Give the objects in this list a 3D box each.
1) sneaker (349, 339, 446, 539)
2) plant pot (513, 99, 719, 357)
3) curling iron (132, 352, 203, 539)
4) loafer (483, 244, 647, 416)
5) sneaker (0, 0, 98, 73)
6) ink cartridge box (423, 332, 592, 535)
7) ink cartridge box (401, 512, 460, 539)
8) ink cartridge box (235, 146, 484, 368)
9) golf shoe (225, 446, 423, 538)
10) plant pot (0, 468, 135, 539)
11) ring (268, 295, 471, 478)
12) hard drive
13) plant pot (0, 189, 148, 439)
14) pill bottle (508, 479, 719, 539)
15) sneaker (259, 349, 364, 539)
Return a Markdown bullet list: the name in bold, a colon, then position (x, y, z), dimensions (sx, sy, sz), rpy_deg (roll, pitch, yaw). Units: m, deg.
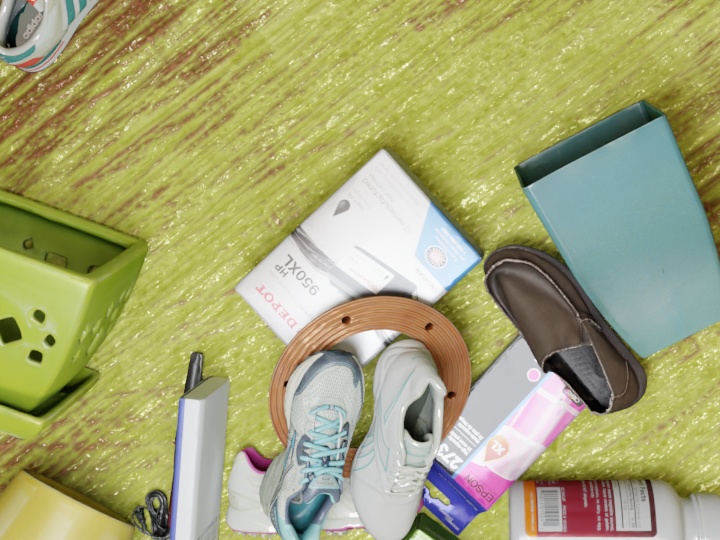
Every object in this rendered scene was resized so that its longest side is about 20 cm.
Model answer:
- **sneaker**: position (0.037, 0.170, 1.359), dimensions (0.070, 0.080, 0.201), rpy_deg (1, 109, -19)
- **plant pot**: position (0.253, -0.033, 1.366), dimensions (0.141, 0.141, 0.201), rpy_deg (-27, 100, 8)
- **curling iron**: position (-0.189, 0.181, 1.483), dimensions (0.049, 0.026, 0.201), rpy_deg (15, 96, 2)
- **loafer**: position (0.191, 0.057, 1.388), dimensions (0.200, 0.071, 0.073), rpy_deg (45, 123, 6)
- **sneaker**: position (-0.294, -0.282, 1.422), dimensions (0.070, 0.093, 0.200), rpy_deg (34, 98, 2)
- **ink cartridge box**: position (0.128, 0.164, 1.444), dimensions (0.095, 0.037, 0.200), rpy_deg (42, 100, 2)
- **ink cartridge box**: position (0.060, 0.368, 1.446), dimensions (0.148, 0.076, 0.200), rpy_deg (36, 96, 2)
- **ink cartridge box**: position (0.000, 0.000, 1.418), dimensions (0.200, 0.084, 0.145), rpy_deg (-43, 90, 8)
- **golf shoe**: position (-0.038, 0.214, 1.448), dimensions (0.199, 0.075, 0.092), rpy_deg (-3, 91, 5)
- **plant pot**: position (-0.322, 0.306, 1.434), dimensions (0.200, 0.201, 0.190), rpy_deg (26, 81, 4)
- **ring**: position (0.009, 0.110, 1.388), dimensions (0.199, 0.019, 0.201), rpy_deg (-6, 117, -13)
- **hard drive**: position (-0.159, 0.214, 1.429), dimensions (0.025, 0.132, 0.201), rpy_deg (5, 95, 6)
- **plant pot**: position (-0.339, 0.041, 1.407), dimensions (0.198, 0.200, 0.182), rpy_deg (19, 104, 4)
- **pill bottle**: position (0.242, 0.257, 1.398), dimensions (0.199, 0.113, 0.114), rpy_deg (-1, 95, 5)
- **sneaker**: position (-0.034, 0.169, 1.345), dimensions (0.077, 0.086, 0.201), rpy_deg (6, 115, -19)
